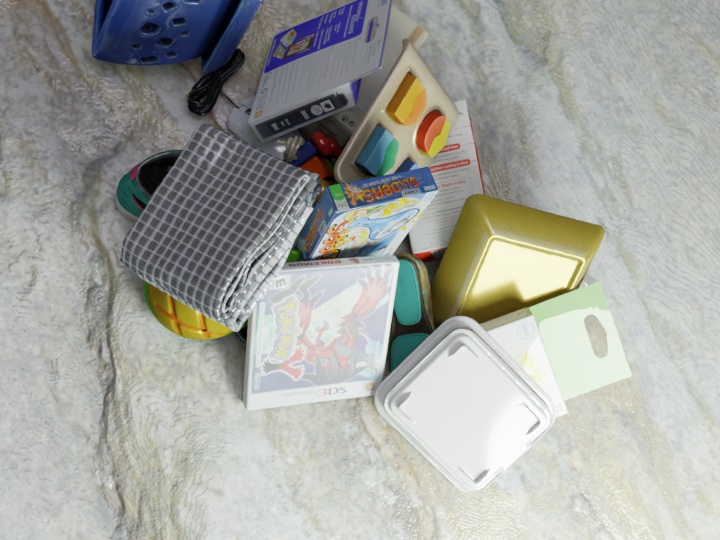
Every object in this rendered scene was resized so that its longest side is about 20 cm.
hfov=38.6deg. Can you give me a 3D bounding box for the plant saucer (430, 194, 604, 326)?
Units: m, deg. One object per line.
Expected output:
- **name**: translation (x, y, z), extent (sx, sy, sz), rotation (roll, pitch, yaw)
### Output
- **plant saucer**: translation (0.203, 0.016, 1.353), extent (0.199, 0.201, 0.049), rotation (13, 27, -14)

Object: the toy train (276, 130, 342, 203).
- **toy train**: translation (-0.051, -0.102, 1.252), extent (0.085, 0.200, 0.116), rotation (-36, 88, 9)

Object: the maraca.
- **maraca**: translation (-0.168, 0.009, 1.243), extent (0.200, 0.107, 0.137), rotation (-30, 114, 15)

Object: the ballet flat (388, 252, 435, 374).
- **ballet flat**: translation (0.070, 0.075, 1.349), extent (0.070, 0.071, 0.201), rotation (-8, 94, -21)

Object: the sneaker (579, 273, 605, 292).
- **sneaker**: translation (0.237, 0.021, 1.426), extent (0.199, 0.073, 0.085), rotation (22, 70, 1)

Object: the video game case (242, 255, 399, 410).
- **video game case**: translation (-0.050, 0.078, 1.261), extent (0.181, 0.201, 0.023), rotation (-5, 30, -20)

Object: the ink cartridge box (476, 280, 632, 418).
- **ink cartridge box**: translation (0.243, 0.116, 1.339), extent (0.199, 0.048, 0.146), rotation (-20, 102, 7)

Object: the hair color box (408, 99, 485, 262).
- **hair color box**: translation (0.111, -0.121, 1.404), extent (0.110, 0.064, 0.201), rotation (-11, 77, 10)

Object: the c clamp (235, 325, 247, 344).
- **c clamp**: translation (-0.083, 0.016, 1.343), extent (0.199, 0.027, 0.172), rotation (-11, 83, -23)

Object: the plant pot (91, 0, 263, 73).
- **plant pot**: translation (-0.228, -0.380, 1.311), extent (0.179, 0.200, 0.201), rotation (10, 61, -24)

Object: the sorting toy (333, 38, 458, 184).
- **sorting toy**: translation (0.055, -0.162, 1.296), extent (0.036, 0.185, 0.201), rotation (22, 82, 31)

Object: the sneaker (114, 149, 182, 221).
- **sneaker**: translation (-0.202, -0.091, 1.278), extent (0.199, 0.121, 0.084), rotation (13, 70, -14)

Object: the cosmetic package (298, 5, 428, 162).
- **cosmetic package**: translation (0.003, -0.256, 1.408), extent (0.071, 0.105, 0.200), rotation (36, 68, -4)

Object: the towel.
- **towel**: translation (-0.155, -0.055, 1.149), extent (0.165, 0.086, 0.200), rotation (25, 78, 30)

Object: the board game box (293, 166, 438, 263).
- **board game box**: translation (-0.004, -0.049, 1.232), extent (0.135, 0.200, 0.035), rotation (-14, 69, -24)

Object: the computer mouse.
- **computer mouse**: translation (-0.134, -0.198, 1.377), extent (0.200, 0.044, 0.110), rotation (44, 65, -2)

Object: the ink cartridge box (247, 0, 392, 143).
- **ink cartridge box**: translation (-0.040, -0.271, 1.327), extent (0.043, 0.199, 0.199), rotation (50, 34, -36)

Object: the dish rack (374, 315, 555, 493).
- **dish rack**: translation (0.136, 0.177, 1.305), extent (0.172, 0.044, 0.200), rotation (-44, 100, 5)
